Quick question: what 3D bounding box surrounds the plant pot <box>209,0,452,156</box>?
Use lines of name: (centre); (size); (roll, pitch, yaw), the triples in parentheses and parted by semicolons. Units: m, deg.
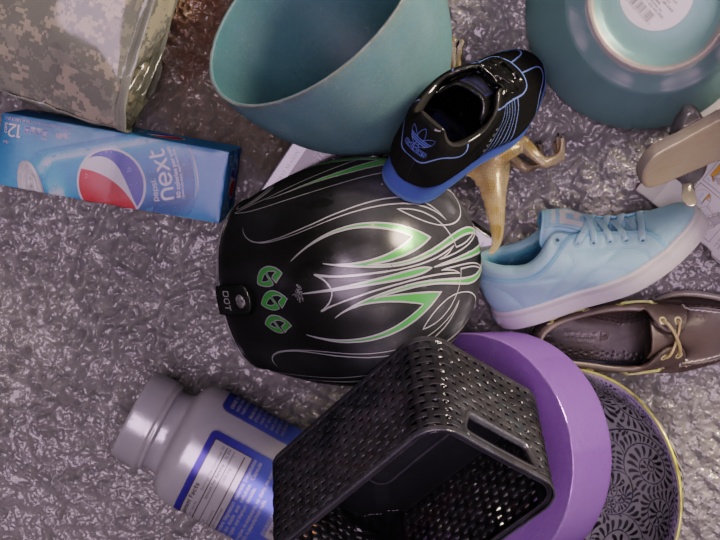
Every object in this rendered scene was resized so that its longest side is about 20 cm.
plant pot: (-0.004, -0.171, 0.972); (0.200, 0.201, 0.135); (-38, 131, 9)

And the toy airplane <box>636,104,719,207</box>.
toy airplane: (0.332, -0.125, 0.931); (0.198, 0.141, 0.201); (19, 108, -15)

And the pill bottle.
pill bottle: (-0.112, 0.172, 1.059); (0.199, 0.112, 0.113); (28, 100, 0)

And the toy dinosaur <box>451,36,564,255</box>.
toy dinosaur: (0.114, -0.098, 1.007); (0.100, 0.058, 0.202); (-6, 68, -15)

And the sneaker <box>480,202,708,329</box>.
sneaker: (0.188, -0.020, 1.007); (0.199, 0.074, 0.082); (-26, 117, 15)

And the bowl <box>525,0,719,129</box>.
bowl: (0.234, -0.214, 0.969); (0.198, 0.105, 0.203); (1, 98, 6)

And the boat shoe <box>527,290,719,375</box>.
boat shoe: (0.245, 0.057, 1.041); (0.198, 0.060, 0.073); (0, 99, 4)

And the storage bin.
storage bin: (0.035, 0.160, 0.923); (0.135, 0.094, 0.200); (30, 124, -28)

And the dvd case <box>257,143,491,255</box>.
dvd case: (-0.001, -0.024, 1.063); (0.199, 0.025, 0.151); (35, 99, -3)

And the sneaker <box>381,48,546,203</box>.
sneaker: (0.094, -0.129, 0.926); (0.070, 0.200, 0.078); (38, 142, 8)

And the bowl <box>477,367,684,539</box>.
bowl: (0.203, 0.183, 1.031); (0.199, 0.094, 0.203); (-1, 88, 41)

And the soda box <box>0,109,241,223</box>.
soda box: (-0.208, -0.091, 1.043); (0.198, 0.068, 0.065); (9, 100, 2)

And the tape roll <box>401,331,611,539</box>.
tape roll: (0.108, 0.153, 1.010); (0.199, 0.065, 0.203); (-1, 88, 40)

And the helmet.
helmet: (0.000, 0.000, 0.967); (0.189, 0.200, 0.202); (-7, 99, 20)

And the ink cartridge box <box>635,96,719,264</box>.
ink cartridge box: (0.365, -0.087, 1.017); (0.176, 0.045, 0.200); (43, 100, 19)

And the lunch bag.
lunch bag: (-0.238, -0.228, 0.998); (0.162, 0.118, 0.202); (19, 96, 0)
